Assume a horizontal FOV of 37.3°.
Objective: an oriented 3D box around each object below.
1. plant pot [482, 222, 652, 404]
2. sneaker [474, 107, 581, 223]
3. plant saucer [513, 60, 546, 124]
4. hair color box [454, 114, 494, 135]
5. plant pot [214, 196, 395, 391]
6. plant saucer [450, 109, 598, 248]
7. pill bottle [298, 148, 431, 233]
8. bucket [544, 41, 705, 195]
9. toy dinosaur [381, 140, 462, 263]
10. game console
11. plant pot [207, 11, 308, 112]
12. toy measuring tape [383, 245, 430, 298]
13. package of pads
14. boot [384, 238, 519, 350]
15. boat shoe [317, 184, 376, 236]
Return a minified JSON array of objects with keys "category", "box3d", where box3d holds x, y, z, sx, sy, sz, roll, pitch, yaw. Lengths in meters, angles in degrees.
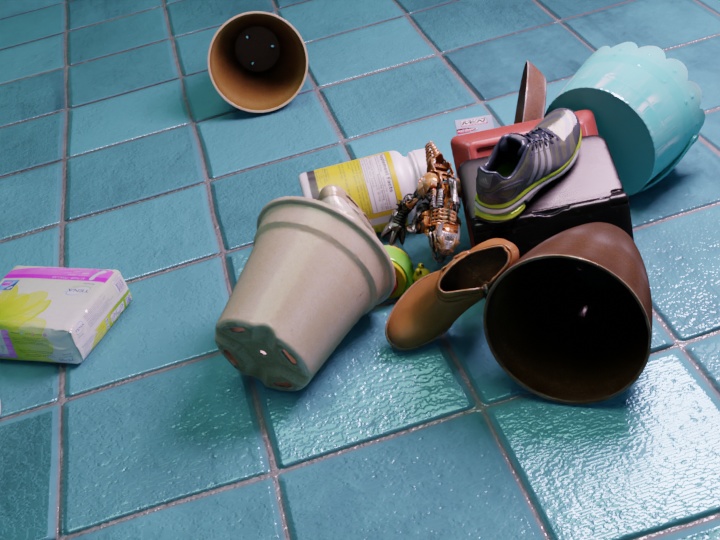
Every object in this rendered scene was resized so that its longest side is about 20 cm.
[{"category":"plant pot","box3d":[0.261,0.024,1.251,0.187,0.187,0.200,3,27,23]},{"category":"sneaker","box3d":[0.214,-0.146,1.347,0.074,0.081,0.200,26,59,31]},{"category":"plant saucer","box3d":[0.245,-0.206,1.567,0.034,0.200,0.200,7,36,4]},{"category":"hair color box","box3d":[0.182,-0.139,1.570,0.061,0.099,0.200,-9,34,5]},{"category":"plant pot","box3d":[-0.084,0.041,1.338,0.200,0.201,0.184,9,50,30]},{"category":"plant saucer","box3d":[0.236,-0.107,1.436,0.200,0.200,0.037,-11,-7,4]},{"category":"pill bottle","box3d":[0.017,-0.111,1.574,0.200,0.114,0.114,-14,33,-2]},{"category":"bucket","box3d":[0.369,-0.210,1.525,0.207,0.207,0.135,17,44,37]},{"category":"toy dinosaur","box3d":[0.106,-0.091,1.454,0.102,0.136,0.200,27,50,-2]},{"category":"game console","box3d":[0.243,-0.065,1.397,0.200,0.176,0.116,-11,19,4]},{"category":"plant pot","box3d":[-0.198,-0.418,2.065,0.186,0.187,0.200,-14,21,0]},{"category":"toy measuring tape","box3d":[0.000,0.000,1.456,0.200,0.074,0.074,2,36,21]},{"category":"package of pads","box3d":[-0.451,0.061,1.525,0.200,0.068,0.155,1,36,22]},{"category":"boot","box3d":[0.102,0.027,1.278,0.200,0.074,0.155,-41,-5,7]},{"category":"boat shoe","box3d":[-0.018,-0.059,1.450,0.072,0.200,0.065,-13,72,9]}]
